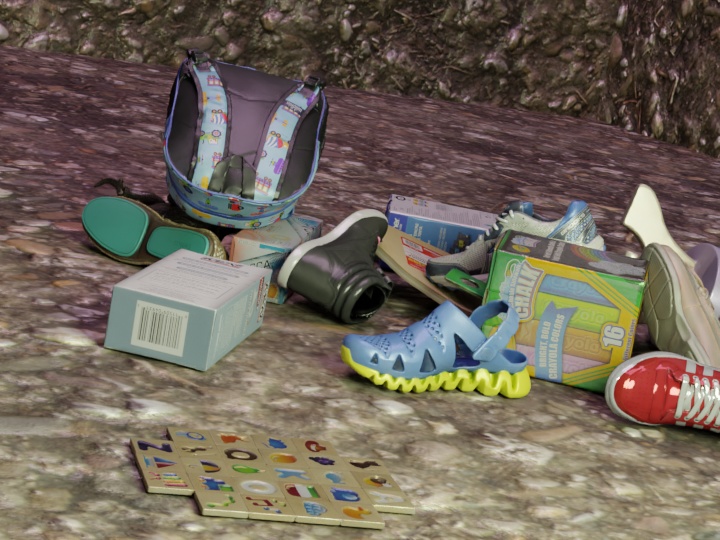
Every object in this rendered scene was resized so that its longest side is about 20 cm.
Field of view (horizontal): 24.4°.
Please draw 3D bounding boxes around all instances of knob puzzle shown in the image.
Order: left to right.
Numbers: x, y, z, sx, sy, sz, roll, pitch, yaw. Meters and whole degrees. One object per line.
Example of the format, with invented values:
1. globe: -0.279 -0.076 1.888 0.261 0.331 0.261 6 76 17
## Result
1. knob puzzle: 0.100 0.022 1.871 0.218 0.031 0.220 26 15 -8

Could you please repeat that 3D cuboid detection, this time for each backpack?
1. backpack: -0.132 -0.122 1.809 0.181 0.135 0.201 12 46 -7

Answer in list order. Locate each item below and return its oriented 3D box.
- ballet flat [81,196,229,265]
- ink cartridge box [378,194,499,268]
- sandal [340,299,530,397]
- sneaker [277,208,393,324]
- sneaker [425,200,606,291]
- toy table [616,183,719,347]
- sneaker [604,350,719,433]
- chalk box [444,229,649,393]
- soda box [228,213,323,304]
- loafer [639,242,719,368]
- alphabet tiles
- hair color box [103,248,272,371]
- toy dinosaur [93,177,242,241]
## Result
1. ballet flat: -0.220 -0.027 1.801 0.199 0.071 0.065 23 -10 36
2. ink cartridge box: 0.094 -0.039 2.070 0.198 0.077 0.137 13 11 0
3. sandal: 0.073 0.067 1.541 0.198 0.088 0.079 2 16 -29
4. sneaker: 0.000 0.000 1.765 0.099 0.071 0.200 36 31 14
5. sneaker: 0.163 -0.032 1.790 0.198 0.086 0.077 -11 7 16
6. toy table: 0.324 0.010 1.847 0.116 0.185 0.200 24 -14 -5
7. sneaker: 0.330 0.126 1.533 0.198 0.072 0.112 8 9 -26
8. chalk box: 0.183 0.037 1.690 0.198 0.125 0.124 12 13 10
9. soda box: -0.093 -0.018 1.834 0.068 0.064 0.200 12 13 6
10. loafer: 0.338 0.059 1.692 0.062 0.072 0.201 3 50 -20
11. alphabet tiles: -0.066 0.150 1.218 0.198 0.006 0.166 7 12 -18
12. hair color box: -0.156 0.033 1.545 0.098 0.061 0.200 13 13 9
13. toy dinosaur: -0.227 -0.059 1.909 0.198 0.078 0.102 5 -27 26
